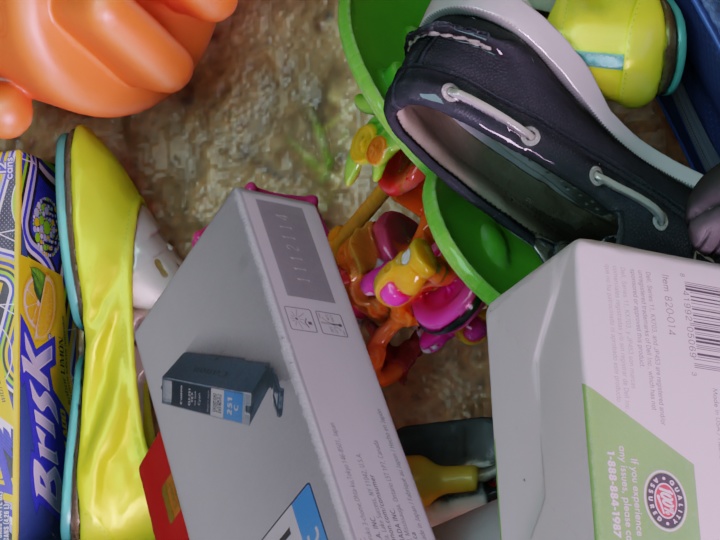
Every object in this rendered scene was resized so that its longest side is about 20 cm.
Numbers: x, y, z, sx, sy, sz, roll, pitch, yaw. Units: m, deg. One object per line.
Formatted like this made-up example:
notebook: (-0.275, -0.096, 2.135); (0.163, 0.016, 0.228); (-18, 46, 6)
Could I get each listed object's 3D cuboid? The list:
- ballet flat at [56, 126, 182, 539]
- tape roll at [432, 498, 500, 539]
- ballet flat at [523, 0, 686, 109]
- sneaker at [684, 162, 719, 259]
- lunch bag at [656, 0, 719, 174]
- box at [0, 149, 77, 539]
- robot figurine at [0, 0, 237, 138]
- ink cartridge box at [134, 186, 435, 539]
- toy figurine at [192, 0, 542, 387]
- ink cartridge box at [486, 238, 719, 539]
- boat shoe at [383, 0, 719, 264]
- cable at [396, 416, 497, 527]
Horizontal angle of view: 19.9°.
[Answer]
ballet flat: (-0.106, 0.033, 0.962); (0.066, 0.067, 0.202); (-1, 86, 3)
tape roll: (0.098, 0.176, 0.778); (0.139, 0.202, 0.204); (-33, 69, 52)
ballet flat: (0.077, -0.118, 0.855); (0.066, 0.200, 0.067); (-2, 113, -8)
sneaker: (0.184, -0.077, 0.734); (0.199, 0.074, 0.089); (-30, 77, -17)
lunch bag: (0.205, -0.068, 0.834); (0.135, 0.132, 0.201); (-22, 76, -5)
box: (-0.179, 0.048, 0.987); (0.070, 0.064, 0.202); (-4, 82, 19)
robot figurine: (-0.142, -0.138, 0.955); (0.199, 0.116, 0.145); (19, 112, 47)
ink cartridge box: (-0.048, 0.100, 0.802); (0.177, 0.044, 0.201); (-54, 41, 35)
toy figurine: (0.000, 0.000, 0.886); (0.184, 0.150, 0.201); (-44, 36, 32)
ink cartridge box: (0.148, 0.068, 0.721); (0.067, 0.199, 0.118); (137, 137, -55)
boat shoe: (0.088, -0.021, 0.779); (0.200, 0.076, 0.061); (38, 58, -13)
cable: (0.076, 0.088, 0.867); (0.199, 0.097, 0.051); (-8, 67, 23)
